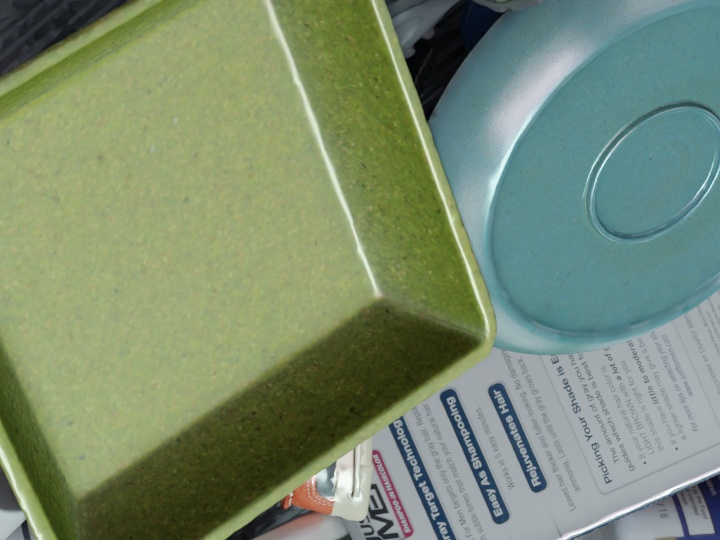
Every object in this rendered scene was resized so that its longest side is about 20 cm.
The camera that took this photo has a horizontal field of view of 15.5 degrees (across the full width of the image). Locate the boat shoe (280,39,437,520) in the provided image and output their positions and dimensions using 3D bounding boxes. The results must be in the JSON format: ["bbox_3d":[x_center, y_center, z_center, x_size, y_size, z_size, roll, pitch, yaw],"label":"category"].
[{"bbox_3d":[0.000,0.000,1.063,0.062,0.071,0.201,17,89,2],"label":"boat shoe"}]

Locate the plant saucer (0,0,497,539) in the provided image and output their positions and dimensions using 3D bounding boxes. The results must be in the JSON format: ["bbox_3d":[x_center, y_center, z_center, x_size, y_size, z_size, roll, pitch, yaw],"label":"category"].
[{"bbox_3d":[-0.064,-0.009,0.943,0.199,0.048,0.201,-33,120,-22],"label":"plant saucer"}]

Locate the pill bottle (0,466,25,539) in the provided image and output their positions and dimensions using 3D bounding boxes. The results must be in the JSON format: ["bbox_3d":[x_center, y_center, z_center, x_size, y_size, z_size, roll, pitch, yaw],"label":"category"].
[{"bbox_3d":[-0.231,0.132,1.104,0.109,0.110,0.200,34,110,-33],"label":"pill bottle"}]

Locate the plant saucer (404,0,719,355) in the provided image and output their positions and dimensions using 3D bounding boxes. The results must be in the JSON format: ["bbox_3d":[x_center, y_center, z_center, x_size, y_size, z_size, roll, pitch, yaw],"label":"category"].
[{"bbox_3d":[0.110,-0.043,1.030,0.199,0.027,0.201,-19,134,-21],"label":"plant saucer"}]

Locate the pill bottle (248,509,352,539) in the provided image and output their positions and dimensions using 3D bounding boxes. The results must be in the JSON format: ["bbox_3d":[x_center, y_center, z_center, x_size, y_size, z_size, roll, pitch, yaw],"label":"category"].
[{"bbox_3d":[-0.019,0.209,1.083,0.114,0.114,0.201,-26,86,3],"label":"pill bottle"}]

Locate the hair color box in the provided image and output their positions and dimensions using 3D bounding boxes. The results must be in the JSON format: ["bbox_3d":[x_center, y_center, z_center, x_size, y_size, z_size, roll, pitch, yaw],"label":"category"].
[{"bbox_3d":[0.080,0.068,1.154,0.199,0.061,0.100,-24,84,1],"label":"hair color box"}]

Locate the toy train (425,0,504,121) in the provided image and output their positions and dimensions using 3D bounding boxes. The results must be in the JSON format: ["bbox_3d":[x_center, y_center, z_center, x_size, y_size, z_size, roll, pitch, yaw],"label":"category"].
[{"bbox_3d":[0.102,-0.084,1.069,0.114,0.087,0.201,5,122,-31],"label":"toy train"}]

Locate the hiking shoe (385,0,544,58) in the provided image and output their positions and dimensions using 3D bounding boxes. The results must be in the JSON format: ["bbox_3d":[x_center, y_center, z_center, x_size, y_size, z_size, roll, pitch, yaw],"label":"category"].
[{"bbox_3d":[-0.004,-0.129,0.981,0.200,0.076,0.101,-23,125,40],"label":"hiking shoe"}]

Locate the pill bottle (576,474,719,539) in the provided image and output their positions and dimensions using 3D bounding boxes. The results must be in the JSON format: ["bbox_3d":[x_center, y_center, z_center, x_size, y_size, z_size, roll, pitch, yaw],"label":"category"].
[{"bbox_3d":[0.201,0.140,1.239,0.199,0.111,0.111,-3,126,-15],"label":"pill bottle"}]

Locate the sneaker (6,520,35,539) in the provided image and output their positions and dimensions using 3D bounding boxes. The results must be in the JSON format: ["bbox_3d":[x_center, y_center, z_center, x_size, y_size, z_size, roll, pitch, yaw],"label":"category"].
[{"bbox_3d":[-0.090,0.154,1.185,0.079,0.079,0.200,-24,139,7],"label":"sneaker"}]
